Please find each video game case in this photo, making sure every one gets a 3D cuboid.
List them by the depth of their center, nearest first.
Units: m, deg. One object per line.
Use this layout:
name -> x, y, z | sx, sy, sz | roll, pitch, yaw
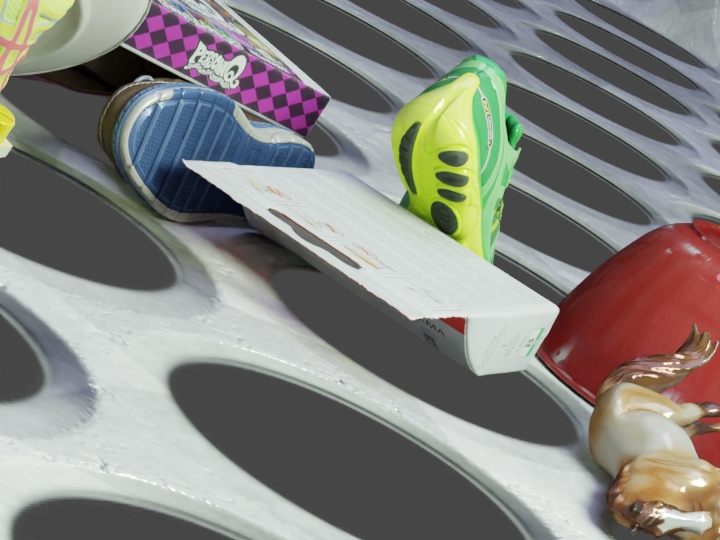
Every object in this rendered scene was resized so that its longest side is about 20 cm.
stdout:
video game case -> -0.133, -0.162, 1.624 | 0.200, 0.036, 0.181 | 25, 13, -50

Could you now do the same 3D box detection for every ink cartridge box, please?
ink cartridge box -> 0.000, 0.000, 1.515 | 0.161, 0.050, 0.200 | 34, 16, 21

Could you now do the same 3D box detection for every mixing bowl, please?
mixing bowl -> 0.212, 0.040, 1.659 | 0.200, 0.109, 0.200 | 27, 12, -6

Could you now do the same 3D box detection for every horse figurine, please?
horse figurine -> 0.168, 0.095, 1.453 | 0.132, 0.050, 0.200 | 6, 27, -16

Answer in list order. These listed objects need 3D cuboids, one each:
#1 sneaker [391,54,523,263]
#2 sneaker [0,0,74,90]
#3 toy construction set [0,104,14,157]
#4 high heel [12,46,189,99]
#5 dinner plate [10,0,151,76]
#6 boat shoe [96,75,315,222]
sneaker -> 0.063, -0.053, 1.628 | 0.074, 0.084, 0.200 | 35, -22, 15
sneaker -> -0.177, -0.129, 1.377 | 0.090, 0.200, 0.078 | -21, 74, -22
toy construction set -> -0.254, -0.114, 1.314 | 0.131, 0.092, 0.200 | 17, 17, -42
high heel -> -0.156, -0.132, 1.637 | 0.096, 0.068, 0.200 | 20, 8, 11
dinner plate -> -0.207, -0.148, 1.448 | 0.200, 0.200, 0.024 | 21, 58, -30
boat shoe -> -0.099, -0.068, 1.539 | 0.072, 0.072, 0.200 | 28, 2, 24
